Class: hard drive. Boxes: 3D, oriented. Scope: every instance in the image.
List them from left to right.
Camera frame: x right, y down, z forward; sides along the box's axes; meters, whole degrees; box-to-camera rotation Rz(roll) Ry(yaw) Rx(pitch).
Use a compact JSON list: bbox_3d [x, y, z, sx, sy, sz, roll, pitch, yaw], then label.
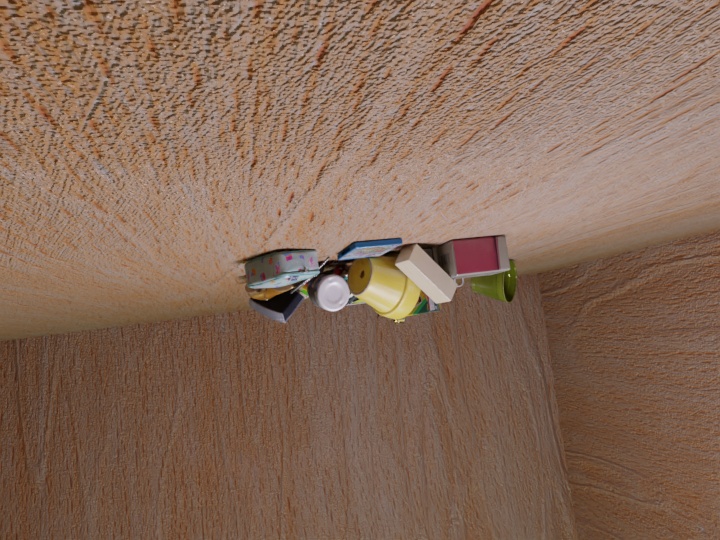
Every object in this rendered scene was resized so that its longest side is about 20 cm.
[{"bbox_3d":[-0.307,0.104,1.900,0.195,0.136,0.043,18,147,36],"label":"hard drive"}]

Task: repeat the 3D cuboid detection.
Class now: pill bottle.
[{"bbox_3d":[-0.114,0.068,1.750,0.109,0.119,0.199,-5,-177,-19],"label":"pill bottle"}]

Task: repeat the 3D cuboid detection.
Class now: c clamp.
[{"bbox_3d":[-0.154,0.017,1.679,0.170,0.027,0.200,-42,-177,0],"label":"c clamp"}]

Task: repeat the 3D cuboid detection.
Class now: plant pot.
[{"bbox_3d":[0.066,0.036,1.682,0.185,0.209,0.197,18,160,-37],"label":"plant pot"},{"bbox_3d":[0.654,0.049,2.614,0.187,0.210,0.197,3,-179,35],"label":"plant pot"}]

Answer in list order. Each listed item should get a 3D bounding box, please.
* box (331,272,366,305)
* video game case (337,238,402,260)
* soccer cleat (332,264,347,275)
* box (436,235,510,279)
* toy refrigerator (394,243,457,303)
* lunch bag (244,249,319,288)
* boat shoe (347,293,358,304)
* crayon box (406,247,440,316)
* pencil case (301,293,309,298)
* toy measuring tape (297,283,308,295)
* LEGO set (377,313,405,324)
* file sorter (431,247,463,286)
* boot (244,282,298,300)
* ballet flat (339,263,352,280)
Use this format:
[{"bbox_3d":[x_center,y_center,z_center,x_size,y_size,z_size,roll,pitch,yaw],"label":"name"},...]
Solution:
[{"bbox_3d":[-0.068,0.067,1.974,0.114,0.063,0.197,-3,-162,-42],"label":"box"},{"bbox_3d":[0.022,-0.059,1.503,0.138,0.019,0.199,-7,174,-18],"label":"video game case"},{"bbox_3d":[-0.060,0.018,1.892,0.082,0.072,0.198,-9,177,26],"label":"soccer cleat"},{"bbox_3d":[0.358,-0.039,1.681,0.192,0.114,0.128,-6,174,-18],"label":"box"},{"bbox_3d":[0.205,0.009,1.624,0.199,0.071,0.075,41,152,-20],"label":"toy refrigerator"},{"bbox_3d":[-0.210,-0.002,1.442,0.196,0.080,0.157,-13,172,41],"label":"lunch bag"},{"bbox_3d":[-0.045,0.086,1.818,0.064,0.077,0.198,23,152,-24],"label":"boat shoe"},{"bbox_3d":[0.183,0.042,1.761,0.056,0.209,0.171,-3,173,-32],"label":"crayon box"},{"bbox_3d":[-0.245,0.088,2.038,0.087,0.080,0.199,-24,180,29],"label":"pencil case"},{"bbox_3d":[-0.227,0.028,1.882,0.072,0.076,0.198,-11,150,36],"label":"toy measuring tape"},{"bbox_3d":[0.095,0.101,1.959,0.111,0.209,0.154,-4,-167,-13],"label":"LEGO set"},{"bbox_3d":[0.249,0.005,1.825,0.121,0.145,0.198,-7,175,-30],"label":"file sorter"},{"bbox_3d":[-0.292,0.055,1.812,0.193,0.074,0.144,-11,167,5],"label":"boot"},{"bbox_3d":[0.000,0.000,1.794,0.069,0.068,0.196,-15,168,41],"label":"ballet flat"}]
